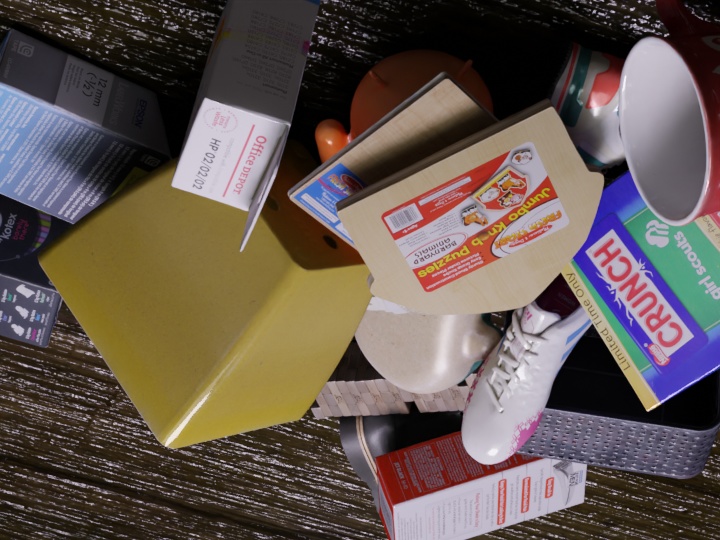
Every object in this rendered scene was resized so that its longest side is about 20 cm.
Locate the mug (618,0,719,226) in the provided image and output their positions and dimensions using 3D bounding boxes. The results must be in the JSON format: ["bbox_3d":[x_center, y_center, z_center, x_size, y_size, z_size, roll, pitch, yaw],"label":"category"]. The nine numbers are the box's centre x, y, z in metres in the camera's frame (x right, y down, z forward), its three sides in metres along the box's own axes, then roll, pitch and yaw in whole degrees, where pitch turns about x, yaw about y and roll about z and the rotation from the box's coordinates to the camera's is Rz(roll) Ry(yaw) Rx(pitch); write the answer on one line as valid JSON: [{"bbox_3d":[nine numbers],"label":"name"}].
[{"bbox_3d":[0.300,-0.134,1.289,0.199,0.133,0.178,-11,111,-16],"label":"mug"}]

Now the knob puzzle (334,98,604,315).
[{"bbox_3d":[0.092,-0.036,1.397,0.219,0.031,0.220,-12,139,-11],"label":"knob puzzle"}]

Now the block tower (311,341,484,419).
[{"bbox_3d":[0.044,0.102,1.772,0.199,0.054,0.058,-6,133,22],"label":"block tower"}]

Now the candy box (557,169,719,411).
[{"bbox_3d":[0.266,-0.016,1.428,0.200,0.077,0.170,-37,81,31],"label":"candy box"}]

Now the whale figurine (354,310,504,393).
[{"bbox_3d":[0.078,0.014,1.621,0.159,0.104,0.200,43,125,20],"label":"whale figurine"}]

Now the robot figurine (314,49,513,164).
[{"bbox_3d":[0.052,-0.094,1.456,0.144,0.117,0.200,31,151,24],"label":"robot figurine"}]

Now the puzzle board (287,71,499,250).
[{"bbox_3d":[0.058,-0.059,1.394,0.150,0.017,0.200,-36,138,17],"label":"puzzle board"}]

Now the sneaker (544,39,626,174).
[{"bbox_3d":[0.185,-0.095,1.454,0.093,0.071,0.200,14,142,6],"label":"sneaker"}]

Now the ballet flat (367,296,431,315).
[{"bbox_3d":[0.000,0.000,1.566,0.200,0.062,0.067,35,-179,33],"label":"ballet flat"}]

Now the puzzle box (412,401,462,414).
[{"bbox_3d":[0.109,0.153,1.852,0.199,0.026,0.133,-2,142,18],"label":"puzzle box"}]

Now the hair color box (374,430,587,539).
[{"bbox_3d":[0.118,0.203,1.775,0.199,0.064,0.111,-15,144,-8],"label":"hair color box"}]

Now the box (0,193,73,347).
[{"bbox_3d":[-0.355,-0.030,1.645,0.199,0.123,0.106,17,145,-8],"label":"box"}]

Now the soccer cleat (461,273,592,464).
[{"bbox_3d":[0.138,0.067,1.538,0.070,0.201,0.086,29,177,25],"label":"soccer cleat"}]

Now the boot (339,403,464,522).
[{"bbox_3d":[0.078,0.199,1.845,0.138,0.078,0.200,-12,141,19],"label":"boot"}]

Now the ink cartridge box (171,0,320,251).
[{"bbox_3d":[-0.087,-0.129,1.370,0.068,0.201,0.115,17,144,-9],"label":"ink cartridge box"}]

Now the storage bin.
[{"bbox_3d":[0.223,0.096,1.644,0.199,0.136,0.094,9,147,3],"label":"storage bin"}]

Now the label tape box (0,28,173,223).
[{"bbox_3d":[-0.239,-0.107,1.561,0.199,0.066,0.143,22,144,-21],"label":"label tape box"}]

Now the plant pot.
[{"bbox_3d":[-0.100,0.001,1.488,0.176,0.200,0.200,-45,161,25],"label":"plant pot"}]
